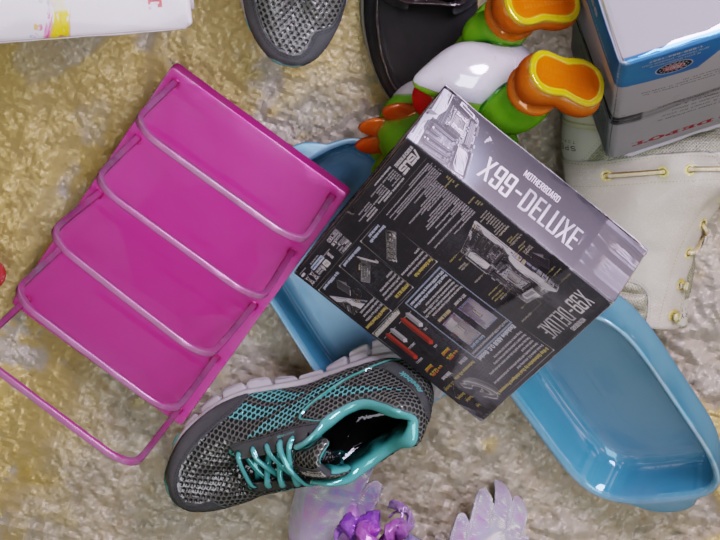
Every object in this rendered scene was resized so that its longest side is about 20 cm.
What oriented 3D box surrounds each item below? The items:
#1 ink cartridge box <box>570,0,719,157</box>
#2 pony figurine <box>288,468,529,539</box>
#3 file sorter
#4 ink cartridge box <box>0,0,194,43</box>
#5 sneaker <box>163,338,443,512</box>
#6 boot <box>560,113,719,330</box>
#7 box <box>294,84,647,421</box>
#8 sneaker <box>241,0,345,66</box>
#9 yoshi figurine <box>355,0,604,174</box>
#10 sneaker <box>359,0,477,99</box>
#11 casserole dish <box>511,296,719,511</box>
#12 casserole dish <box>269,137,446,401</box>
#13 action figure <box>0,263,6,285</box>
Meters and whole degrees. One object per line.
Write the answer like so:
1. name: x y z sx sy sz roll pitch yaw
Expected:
1. ink cartridge box: 0.208 -0.151 1.624 0.144 0.200 0.084 -18 76 -2
2. pony figurine: 0.018 0.215 1.783 0.166 0.200 0.194 22 88 -4
3. file sorter: -0.128 0.001 1.694 0.139 0.125 0.200 36 110 -2
4. ink cartridge box: -0.204 -0.223 1.636 0.199 0.145 0.148 -4 106 -3
5. sneaker: -0.040 0.109 1.742 0.199 0.091 0.078 -26 111 11
6. boot: 0.225 -0.038 1.766 0.199 0.072 0.155 4 106 0
7. box: 0.064 -0.006 1.654 0.158 0.200 0.050 38 57 -2
8. sneaker: -0.032 -0.222 1.671 0.077 0.091 0.201 8 106 -6
9. yoshi figurine: 0.082 -0.101 1.663 0.112 0.113 0.200 42 144 -8
10. sneaker: 0.041 -0.186 1.686 0.074 0.106 0.201 0 108 -4
11. casserole dish: 0.163 0.079 1.770 0.121 0.039 0.200 -9 130 40
12. casserole dish: 0.000 0.000 1.776 0.121 0.039 0.200 -31 106 5
13. action figure: -0.325 0.032 1.733 0.199 0.099 0.066 -15 109 -2
